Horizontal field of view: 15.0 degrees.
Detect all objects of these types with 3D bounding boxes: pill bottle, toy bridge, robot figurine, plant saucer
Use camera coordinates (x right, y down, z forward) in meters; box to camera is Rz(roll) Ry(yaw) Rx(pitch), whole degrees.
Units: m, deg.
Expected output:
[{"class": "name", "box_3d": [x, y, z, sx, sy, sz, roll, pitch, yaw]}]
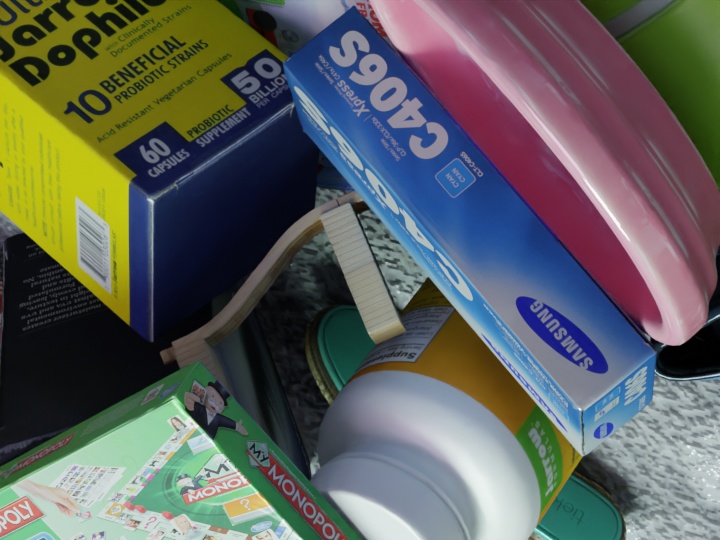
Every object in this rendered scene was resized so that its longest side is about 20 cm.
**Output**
[{"class": "pill bottle", "box_3d": [0.049, 0.072, 1.286, 0.111, 0.200, 0.111, 20, 136, 21]}, {"class": "toy bridge", "box_3d": [0.000, 0.000, 1.249, 0.027, 0.200, 0.067, 55, -168, -76]}, {"class": "robot figurine", "box_3d": [0.156, -0.099, 1.121, 0.200, 0.116, 0.175, 49, 169, -12]}, {"class": "plant saucer", "box_3d": [0.080, -0.060, 1.097, 0.201, 0.051, 0.201, 51, 176, 5]}]

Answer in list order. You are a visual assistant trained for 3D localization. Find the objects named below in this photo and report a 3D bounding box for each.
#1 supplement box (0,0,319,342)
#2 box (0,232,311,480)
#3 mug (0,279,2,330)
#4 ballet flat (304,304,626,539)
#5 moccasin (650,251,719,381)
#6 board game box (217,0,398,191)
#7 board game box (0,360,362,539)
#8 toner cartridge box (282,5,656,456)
[{"class": "supplement box", "box_3d": [-0.126, -0.082, 1.300, 0.200, 0.109, 0.110, 39, 148, 25]}, {"class": "box", "box_3d": [-0.098, 0.098, 1.399, 0.123, 0.198, 0.200, -16, 122, 5]}, {"class": "mug", "box_3d": [-0.258, 0.063, 1.561, 0.200, 0.133, 0.178, 15, 134, 19]}, {"class": "ballet flat", "box_3d": [0.046, 0.097, 1.416, 0.200, 0.071, 0.065, 41, 153, 3]}, {"class": "moccasin", "box_3d": [0.219, 0.025, 1.222, 0.200, 0.068, 0.080, -17, 115, 43]}, {"class": "board game box", "box_3d": [0.013, -0.103, 1.282, 0.200, 0.037, 0.151, 8, 130, 29]}, {"class": "board game box", "box_3d": [-0.099, 0.130, 1.249, 0.200, 0.029, 0.135, -28, 110, 40]}, {"class": "toner cartridge box", "box_3d": [0.047, -0.016, 1.182, 0.200, 0.043, 0.095, 50, 175, 15]}]
